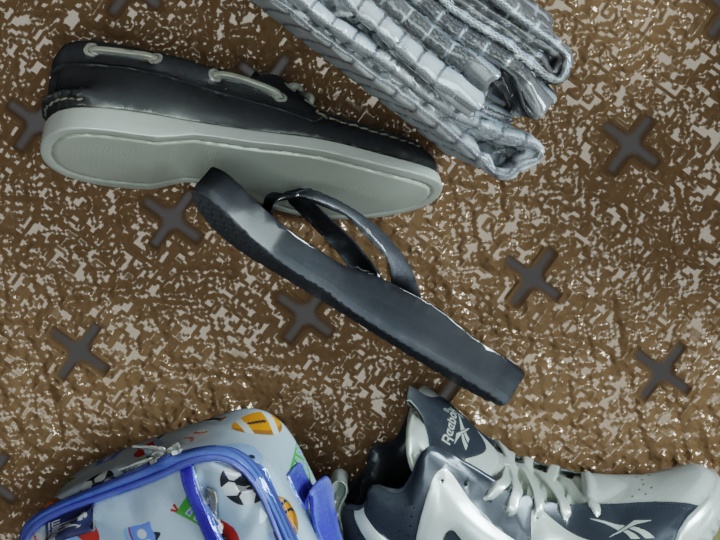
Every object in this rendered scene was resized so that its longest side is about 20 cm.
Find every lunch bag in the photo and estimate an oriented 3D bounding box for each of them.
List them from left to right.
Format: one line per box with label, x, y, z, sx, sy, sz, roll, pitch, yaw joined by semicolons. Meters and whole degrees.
lunch bag;-0.070;0.171;1.224;0.159;0.076;0.201;-20;101;24

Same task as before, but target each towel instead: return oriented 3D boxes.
towel;0.009;-0.134;1.145;0.200;0.166;0.086;37;92;-8

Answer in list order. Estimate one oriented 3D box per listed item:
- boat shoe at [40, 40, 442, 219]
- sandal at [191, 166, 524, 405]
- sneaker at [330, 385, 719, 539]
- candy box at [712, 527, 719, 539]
boat shoe;-0.056;-0.069;1.208;0.198;0.074;0.061;7;63;-9
sandal;0.000;0.000;1.209;0.200;0.076;0.043;33;84;-27
sneaker;0.075;0.107;1.233;0.198;0.080;0.130;-19;109;13
candy box;0.174;0.223;1.257;0.102;0.026;0.201;33;101;37
